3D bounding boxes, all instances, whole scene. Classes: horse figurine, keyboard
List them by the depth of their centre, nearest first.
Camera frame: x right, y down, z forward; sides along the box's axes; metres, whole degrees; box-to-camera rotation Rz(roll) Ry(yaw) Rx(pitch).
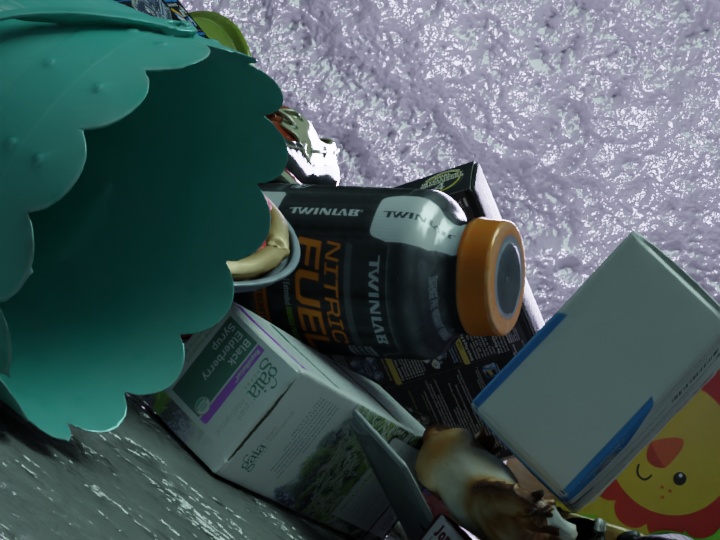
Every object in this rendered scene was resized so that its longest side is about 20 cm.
[{"bbox_3d":[0.084,0.138,1.512,0.132,0.050,0.200,43,0,-34],"label":"horse figurine"},{"bbox_3d":[0.038,0.156,1.548,0.056,0.011,0.200,39,-16,38],"label":"keyboard"}]

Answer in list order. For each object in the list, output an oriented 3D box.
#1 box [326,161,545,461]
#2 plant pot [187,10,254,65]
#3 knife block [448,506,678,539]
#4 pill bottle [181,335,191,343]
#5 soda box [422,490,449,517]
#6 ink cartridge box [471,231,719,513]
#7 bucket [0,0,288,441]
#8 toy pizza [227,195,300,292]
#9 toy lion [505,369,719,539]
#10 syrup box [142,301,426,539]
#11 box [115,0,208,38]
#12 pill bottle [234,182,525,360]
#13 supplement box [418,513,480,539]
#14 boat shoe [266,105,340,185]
[{"bbox_3d":[0.040,0.044,1.708,0.049,0.160,0.201,-78,146,-63],"label":"box"},{"bbox_3d":[-0.208,-0.120,1.833,0.189,0.201,0.200,19,15,-39],"label":"plant pot"},{"bbox_3d":[0.147,0.196,1.659,0.174,0.064,0.200,11,-9,26],"label":"knife block"},{"bbox_3d":[-0.122,-0.009,1.705,0.109,0.110,0.200,39,4,14],"label":"pill bottle"},{"bbox_3d":[0.006,0.114,1.821,0.200,0.064,0.070,38,4,-22],"label":"soda box"},{"bbox_3d":[0.152,0.068,1.582,0.086,0.146,0.200,44,-1,9],"label":"ink cartridge box"},{"bbox_3d":[-0.147,-0.039,1.216,0.134,0.208,0.207,29,0,25],"label":"bucket"},{"bbox_3d":[-0.125,-0.048,1.474,0.199,0.032,0.200,19,21,-8],"label":"toy pizza"},{"bbox_3d":[0.213,0.162,1.817,0.201,0.191,0.069,69,13,15],"label":"toy lion"},{"bbox_3d":[-0.035,0.094,1.541,0.081,0.079,0.200,42,5,35],"label":"syrup box"},{"bbox_3d":[-0.147,-0.148,1.674,0.159,0.046,0.200,51,12,1],"label":"box"},{"bbox_3d":[0.000,0.000,1.587,0.199,0.107,0.106,2,-11,23],"label":"pill bottle"},{"bbox_3d":[0.118,0.232,1.500,0.200,0.061,0.109,37,2,-28],"label":"supplement box"},{"bbox_3d":[-0.056,-0.077,1.687,0.071,0.063,0.200,13,-6,16],"label":"boat shoe"}]
